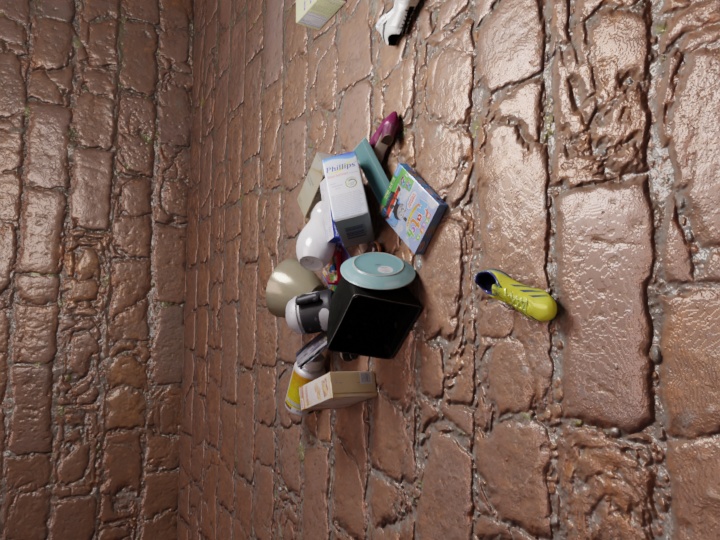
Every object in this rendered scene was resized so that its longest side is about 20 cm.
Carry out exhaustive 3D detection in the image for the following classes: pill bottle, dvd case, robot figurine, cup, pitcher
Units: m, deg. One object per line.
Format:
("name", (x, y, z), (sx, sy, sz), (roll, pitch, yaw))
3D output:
("pill bottle", (-0.178, 0.368, 1.917), (0.109, 0.108, 0.203), (42, 122, 51))
("dvd case", (-0.136, 0.232, 1.792), (0.016, 0.148, 0.200), (52, 176, -8))
("robot figurine", (-0.134, 0.125, 1.798), (0.125, 0.196, 0.153), (-75, -28, -71))
("cup", (-0.198, 0.076, 1.932), (0.141, 0.199, 0.204), (18, 104, 31))
("pitcher", (-0.145, -0.093, 1.856), (0.172, 0.119, 0.203), (-47, 27, 52))

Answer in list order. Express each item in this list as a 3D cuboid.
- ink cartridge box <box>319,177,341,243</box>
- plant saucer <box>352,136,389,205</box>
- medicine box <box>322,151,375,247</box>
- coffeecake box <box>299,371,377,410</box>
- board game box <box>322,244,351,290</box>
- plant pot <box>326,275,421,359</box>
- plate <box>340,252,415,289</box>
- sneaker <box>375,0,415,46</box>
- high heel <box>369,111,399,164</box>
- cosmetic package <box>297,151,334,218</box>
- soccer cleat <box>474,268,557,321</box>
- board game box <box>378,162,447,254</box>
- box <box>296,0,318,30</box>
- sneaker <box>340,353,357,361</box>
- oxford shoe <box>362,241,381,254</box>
("ink cartridge box", (-0.067, -0.184, 1.810), (0.044, 0.093, 0.204), (-32, 59, 51))
("plant saucer", (0.038, -0.274, 1.654), (0.070, 0.019, 0.203), (-35, 79, 51))
("medicine box", (-0.032, -0.199, 1.666), (0.183, 0.101, 0.203), (71, -173, -67))
("coffeecake box", (-0.068, 0.353, 1.700), (0.199, 0.151, 0.074), (-35, 57, 51))
("board game box", (-0.092, -0.010, 1.880), (0.201, 0.038, 0.160), (58, 133, 44))
("plant pot", (0.018, 0.096, 1.570), (0.179, 0.196, 0.202), (-108, 37, -49))
("plate", (0.046, -0.008, 1.511), (0.200, 0.197, 0.026), (42, 135, 51))
("sneaker", (0.119, -0.701, 1.601), (0.200, 0.073, 0.081), (-38, 70, 55))
("high heel", (0.055, -0.369, 1.685), (0.199, 0.067, 0.098), (-35, 35, 53))
("cosmetic package", (-0.137, -0.281, 1.954), (0.202, 0.072, 0.104), (-62, 39, 34))
("soccer cleat", (0.310, 0.051, 1.186), (0.200, 0.082, 0.066), (36, 116, 53))
("board game box", (0.132, -0.163, 1.528), (0.201, 0.036, 0.153), (52, 130, 39))
("box", (-0.138, -0.967, 2.004), (0.199, 0.095, 0.180), (-15, 74, 56))
("sneaker", (-0.035, 0.166, 1.745), (0.079, 0.073, 0.204), (37, 118, 59))
("oxford shoe", (0.000, 0.000, 1.702), (0.202, 0.071, 0.072), (-63, 38, 32))
